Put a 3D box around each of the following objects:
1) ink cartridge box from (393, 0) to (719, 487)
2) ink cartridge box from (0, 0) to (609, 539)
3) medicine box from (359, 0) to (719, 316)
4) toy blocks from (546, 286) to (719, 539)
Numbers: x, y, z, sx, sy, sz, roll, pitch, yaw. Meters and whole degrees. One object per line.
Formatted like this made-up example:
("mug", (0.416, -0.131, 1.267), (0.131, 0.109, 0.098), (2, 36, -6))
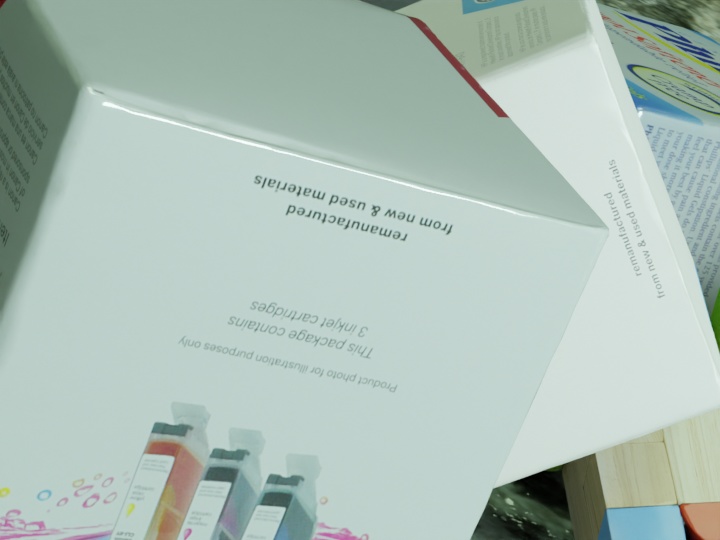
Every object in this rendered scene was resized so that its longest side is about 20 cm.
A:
("ink cartridge box", (0.000, 0.000, 0.847), (0.199, 0.126, 0.129), (-21, 17, 9))
("ink cartridge box", (-0.058, 0.031, 0.689), (0.144, 0.201, 0.145), (14, 21, -27))
("medicine box", (0.110, -0.039, 1.088), (0.199, 0.103, 0.182), (9, 20, -39))
("toy blocks", (0.150, 0.086, 0.893), (0.198, 0.100, 0.137), (-1, 50, -7))
